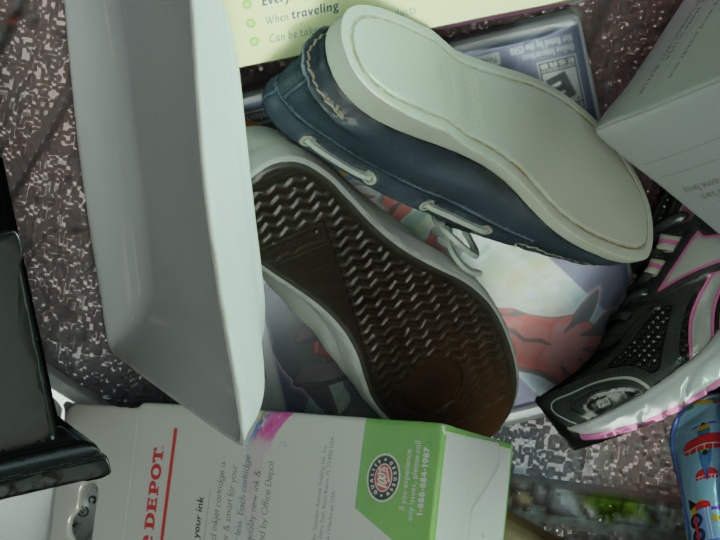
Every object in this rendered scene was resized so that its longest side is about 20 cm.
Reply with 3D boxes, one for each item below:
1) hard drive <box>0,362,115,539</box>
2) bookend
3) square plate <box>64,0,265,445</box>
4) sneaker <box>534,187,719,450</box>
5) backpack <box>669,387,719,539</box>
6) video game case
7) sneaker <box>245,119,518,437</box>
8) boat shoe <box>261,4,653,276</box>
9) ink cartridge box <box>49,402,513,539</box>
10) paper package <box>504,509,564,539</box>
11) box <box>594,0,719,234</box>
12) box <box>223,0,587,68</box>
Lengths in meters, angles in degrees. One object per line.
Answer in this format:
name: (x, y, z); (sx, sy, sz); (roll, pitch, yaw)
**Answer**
hard drive: (-0.171, 0.104, 1.188); (0.200, 0.027, 0.132); (34, 97, -12)
bookend: (-0.178, -0.012, 1.056); (0.092, 0.199, 0.201); (-13, 93, -12)
square plate: (-0.082, -0.045, 1.083); (0.028, 0.198, 0.201); (-11, 104, -20)
sneaker: (0.151, 0.003, 1.173); (0.200, 0.080, 0.087); (-35, 88, -20)
backpack: (0.249, 0.133, 1.167); (0.134, 0.183, 0.200); (-25, 147, 27)
video game case: (0.022, -0.009, 1.185); (0.199, 0.023, 0.183); (-14, 103, -3)
sneaker: (0.000, 0.000, 1.146); (0.073, 0.085, 0.200); (-41, 124, -1)
boat shoe: (0.045, -0.046, 1.102); (0.199, 0.075, 0.062); (22, 140, -39)
ink cartridge box: (-0.039, 0.121, 1.126); (0.199, 0.067, 0.118); (3, 82, 32)
paper package: (0.057, 0.220, 1.197); (0.190, 0.103, 0.201); (28, 99, -9)
box: (0.232, -0.110, 1.065); (0.131, 0.200, 0.199); (38, 71, -12)
box: (-0.005, -0.202, 1.104); (0.175, 0.097, 0.201); (-12, 104, -3)
